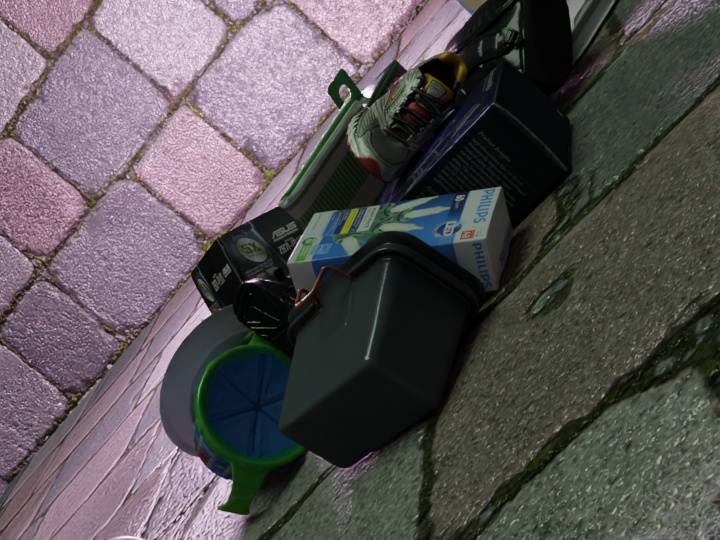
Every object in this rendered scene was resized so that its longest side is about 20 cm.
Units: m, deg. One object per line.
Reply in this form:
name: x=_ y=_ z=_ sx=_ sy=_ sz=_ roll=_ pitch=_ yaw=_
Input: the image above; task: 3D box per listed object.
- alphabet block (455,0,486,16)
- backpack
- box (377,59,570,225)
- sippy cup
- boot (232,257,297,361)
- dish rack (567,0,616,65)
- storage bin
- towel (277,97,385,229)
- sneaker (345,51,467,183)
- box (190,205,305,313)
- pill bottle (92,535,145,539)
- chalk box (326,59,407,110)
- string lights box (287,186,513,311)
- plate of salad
alphabet block: x=0.240 y=-0.457 z=1.804 sx=0.200 sy=0.195 sz=0.197 roll=-41 pitch=16 yaw=36
backpack: x=0.166 y=-0.241 z=1.524 sx=0.199 sy=0.153 sz=0.165 roll=-23 pitch=56 yaw=45
box: x=0.116 y=-0.098 z=1.341 sx=0.200 sy=0.104 sz=0.148 roll=-46 pitch=11 yaw=24
sippy cup: x=-0.124 y=0.166 z=1.404 sx=0.178 sy=0.140 sz=0.130 roll=-44 pitch=-4 yaw=-30
boot: x=-0.028 y=0.054 z=1.415 sx=0.162 sy=0.197 sz=0.074 roll=-15 pitch=-49 yaw=-54
dish rack: x=0.240 y=-0.291 z=1.642 sx=0.172 sy=0.043 sz=0.200 roll=-56 pitch=12 yaw=-26
storage bin: x=0.002 y=0.078 z=1.170 sx=0.200 sy=0.145 sz=0.135 roll=-40 pitch=24 yaw=43
towel: x=0.009 y=-0.090 z=1.461 sx=0.023 sy=0.199 sz=0.153 roll=36 pitch=92 yaw=43
sneaker: x=0.051 y=-0.171 z=1.368 sx=0.082 sy=0.078 sz=0.201 roll=-37 pitch=15 yaw=47
box: x=-0.105 y=-0.024 z=1.684 sx=0.199 sy=0.087 sz=0.164 roll=-29 pitch=-5 yaw=-25
pill bottle: x=-0.263 y=0.344 z=1.392 sx=0.111 sy=0.111 sz=0.200 roll=-55 pitch=12 yaw=-24
chalk box: x=0.032 y=-0.176 z=1.685 sx=0.124 sy=0.200 sz=0.125 roll=-40 pitch=14 yaw=41
string lights box: x=0.040 y=-0.020 z=1.245 sx=0.198 sy=0.060 sz=0.103 roll=-8 pitch=29 yaw=20
plate of salad: x=-0.151 y=0.124 z=1.498 sx=0.048 sy=0.200 sz=0.201 roll=31 pitch=80 yaw=43
